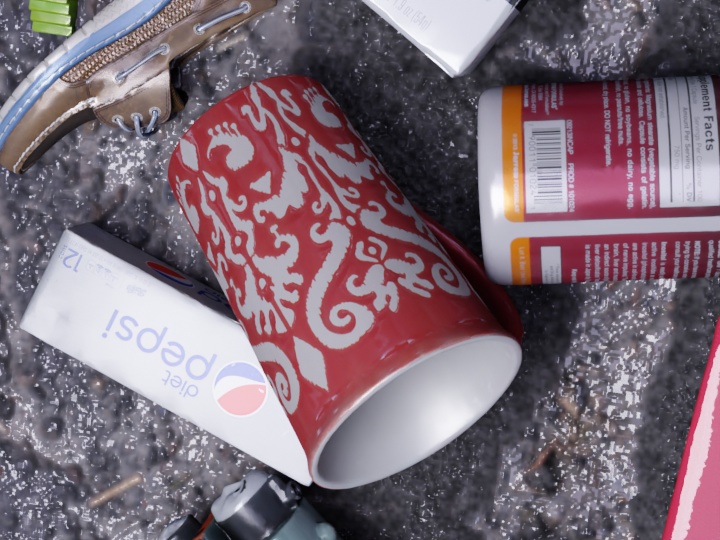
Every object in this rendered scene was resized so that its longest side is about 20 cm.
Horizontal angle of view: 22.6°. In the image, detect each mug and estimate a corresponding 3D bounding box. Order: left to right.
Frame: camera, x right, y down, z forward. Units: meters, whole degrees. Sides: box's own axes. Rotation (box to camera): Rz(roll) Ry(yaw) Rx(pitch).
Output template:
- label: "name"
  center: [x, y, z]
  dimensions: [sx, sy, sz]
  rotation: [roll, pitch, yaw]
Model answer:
- label: "mug"
  center: [-0.010, 0.006, 1.020]
  dimensions: [0.133, 0.177, 0.201]
  rotation: [-37, 65, 9]

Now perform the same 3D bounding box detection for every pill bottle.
- label: "pill bottle"
  center: [0.167, -0.051, 1.011]
  dimensions: [0.197, 0.113, 0.114]
  rotation: [-2, 97, 6]

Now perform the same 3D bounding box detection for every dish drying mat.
- label: "dish drying mat"
  center: [0.227, 0.130, 1.073]
  dimensions: [0.076, 0.018, 0.202]
  rotation: [14, 98, 5]

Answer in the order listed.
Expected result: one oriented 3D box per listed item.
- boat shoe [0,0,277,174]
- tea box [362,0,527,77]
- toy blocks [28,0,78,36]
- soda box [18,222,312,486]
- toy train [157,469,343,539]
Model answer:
- label: "boat shoe"
  center: [-0.134, -0.117, 1.057]
  dimensions: [0.200, 0.072, 0.072]
  rotation: [-42, 92, 9]
- label: "tea box"
  center: [0.040, -0.244, 0.991]
  dimensions: [0.199, 0.134, 0.197]
  rotation: [38, 99, 1]
- label: "toy blocks"
  center: [-0.192, -0.236, 1.016]
  dimensions: [0.099, 0.137, 0.202]
  rotation: [9, 98, 5]
- label: "soda box"
  center: [-0.098, 0.048, 1.076]
  dimensions: [0.199, 0.063, 0.069]
  rotation: [28, 98, 2]
- label: "toy train"
  center: [-0.030, 0.210, 1.071]
  dimensions: [0.114, 0.085, 0.200]
  rotation: [-40, 94, 20]
